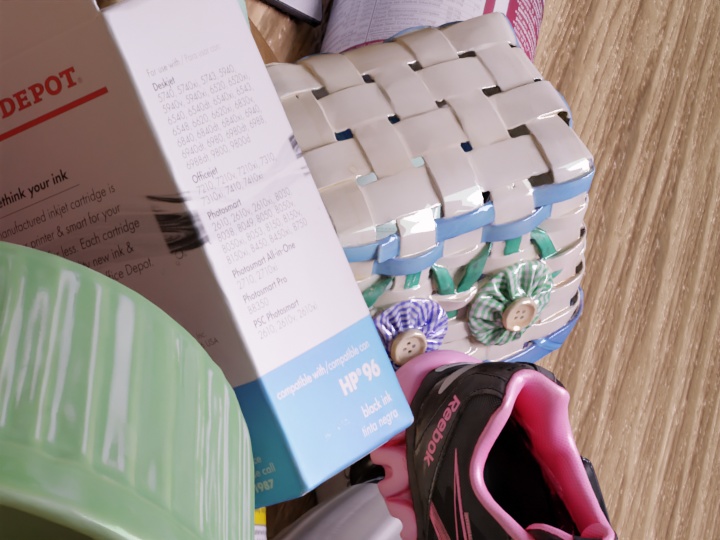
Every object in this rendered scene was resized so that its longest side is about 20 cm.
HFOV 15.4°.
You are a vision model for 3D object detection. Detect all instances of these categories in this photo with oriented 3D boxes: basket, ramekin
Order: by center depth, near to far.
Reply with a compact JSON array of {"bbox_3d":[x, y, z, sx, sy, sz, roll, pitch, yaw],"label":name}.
[{"bbox_3d":[-0.122,0.081,0.765,0.201,0.199,0.098,66,20,-44],"label":"ramekin"},{"bbox_3d":[0.000,0.000,1.084,0.140,0.175,0.200,62,-25,23],"label":"basket"}]

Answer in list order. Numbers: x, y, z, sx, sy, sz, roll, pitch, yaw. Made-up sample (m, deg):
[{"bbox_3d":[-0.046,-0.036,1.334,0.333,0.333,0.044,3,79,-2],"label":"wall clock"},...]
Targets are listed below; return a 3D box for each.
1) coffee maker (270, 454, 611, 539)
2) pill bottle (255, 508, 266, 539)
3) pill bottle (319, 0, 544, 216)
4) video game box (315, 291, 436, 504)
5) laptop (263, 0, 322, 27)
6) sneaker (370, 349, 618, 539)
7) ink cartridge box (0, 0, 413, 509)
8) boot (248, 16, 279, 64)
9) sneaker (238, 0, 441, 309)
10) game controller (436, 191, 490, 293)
[{"bbox_3d":[0.021,0.166,1.214,0.200,0.134,0.193,-42,145,-48],"label":"coffee maker"},{"bbox_3d":[-0.091,0.037,0.976,0.111,0.110,0.202,18,69,-69],"label":"pill bottle"},{"bbox_3d":[0.037,-0.119,1.374,0.110,0.109,0.201,67,27,-42],"label":"pill bottle"},{"bbox_3d":[0.022,0.080,1.388,0.182,0.046,0.201,-47,129,-62],"label":"video game box"},{"bbox_3d":[-0.008,-0.236,1.264,0.187,0.115,0.202,16,71,-69],"label":"laptop"},{"bbox_3d":[0.064,0.124,0.977,0.079,0.095,0.201,-15,89,-32],"label":"sneaker"},{"bbox_3d":[-0.078,-0.019,0.854,0.068,0.116,0.201,-28,97,-51],"label":"ink cartridge box"},{"bbox_3d":[-0.027,-0.066,1.238,0.200,0.075,0.074,58,35,-50],"label":"boot"},{"bbox_3d":[-0.023,-0.059,1.161,0.074,0.118,0.202,47,-27,52],"label":"sneaker"},{"bbox_3d":[0.060,0.002,1.284,0.200,0.042,0.105,94,12,-64],"label":"game controller"}]
